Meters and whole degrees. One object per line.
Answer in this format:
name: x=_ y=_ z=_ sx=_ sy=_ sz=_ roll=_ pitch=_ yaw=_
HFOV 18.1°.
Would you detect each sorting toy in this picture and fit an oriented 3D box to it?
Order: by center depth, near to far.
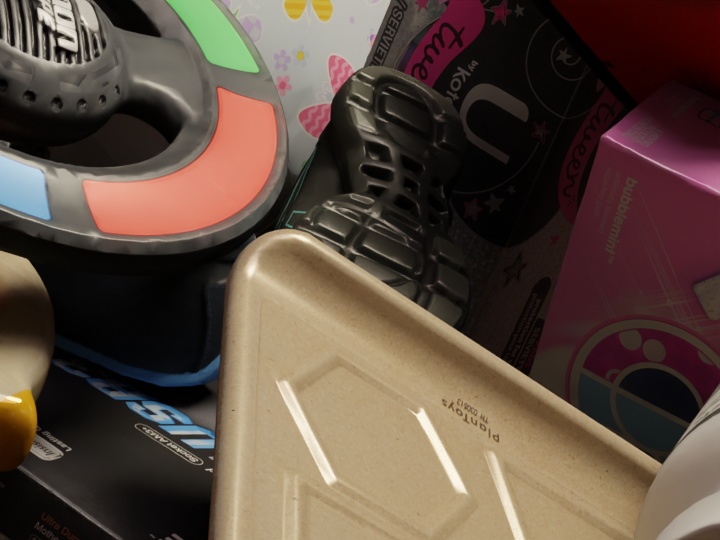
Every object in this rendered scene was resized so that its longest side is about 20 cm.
sorting toy: x=0.030 y=0.098 z=0.660 sx=0.185 sy=0.036 sz=0.200 roll=33 pitch=32 yaw=-21

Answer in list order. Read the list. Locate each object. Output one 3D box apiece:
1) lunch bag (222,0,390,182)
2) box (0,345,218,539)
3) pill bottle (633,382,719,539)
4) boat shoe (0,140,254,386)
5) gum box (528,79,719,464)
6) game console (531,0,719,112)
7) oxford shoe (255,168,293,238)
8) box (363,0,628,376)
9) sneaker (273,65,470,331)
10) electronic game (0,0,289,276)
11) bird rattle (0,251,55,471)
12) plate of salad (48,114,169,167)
lunch bag: x=-0.051 y=-0.143 z=1.095 sx=0.127 sy=0.201 sz=0.169 roll=2 pitch=-27 yaw=47
box: x=-0.038 y=0.084 z=0.762 sx=0.200 sy=0.050 sz=0.198 roll=30 pitch=17 yaw=28
pill bottle: x=0.146 y=0.077 z=0.663 sx=0.116 sy=0.116 sz=0.200 roll=26 pitch=26 yaw=13
boat shoe: x=-0.127 y=-0.024 z=0.802 sx=0.199 sy=0.069 sz=0.084 roll=19 pitch=13 yaw=4
gum box: x=0.126 y=0.047 z=0.838 sx=0.113 sy=0.201 sz=0.066 roll=27 pitch=35 yaw=20
game console: x=0.161 y=-0.097 z=0.886 sx=0.172 sy=0.119 sz=0.200 roll=15 pitch=-21 yaw=49
oxford shoe: x=-0.107 y=-0.029 z=1.016 sx=0.200 sy=0.073 sz=0.085 roll=19 pitch=-28 yaw=35
box: x=0.066 y=-0.040 z=1.016 sx=0.115 sy=0.201 sz=0.132 roll=35 pitch=21 yaw=34
sneaker: x=0.000 y=0.000 z=0.893 sx=0.075 sy=0.079 sz=0.200 roll=28 pitch=34 yaw=-8
electronic game: x=-0.112 y=-0.075 z=0.731 sx=0.199 sy=0.042 sz=0.200 roll=24 pitch=34 yaw=-18
bird rattle: x=-0.175 y=0.008 z=0.688 sx=0.163 sy=0.113 sz=0.200 roll=15 pitch=21 yaw=-20
plate of salad: x=-0.119 y=-0.054 z=0.890 sx=0.200 sy=0.048 sz=0.200 roll=28 pitch=-27 yaw=15
